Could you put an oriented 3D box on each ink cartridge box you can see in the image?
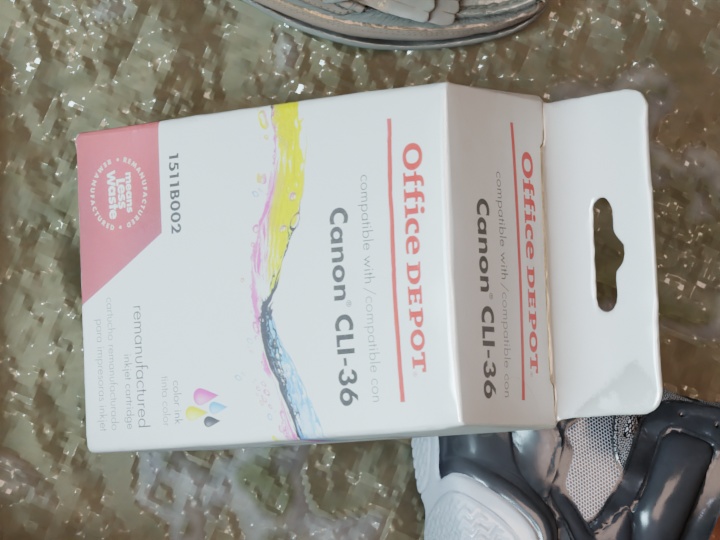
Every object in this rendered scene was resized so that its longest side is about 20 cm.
[{"bbox_3d":[0.000,0.000,0.968,0.200,0.067,0.117,-7,84,34],"label":"ink cartridge box"}]

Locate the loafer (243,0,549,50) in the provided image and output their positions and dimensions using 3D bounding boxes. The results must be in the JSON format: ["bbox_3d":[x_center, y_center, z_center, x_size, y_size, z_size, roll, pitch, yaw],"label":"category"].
[{"bbox_3d":[-0.020,-0.127,1.036,0.200,0.063,0.072,12,82,-8],"label":"loafer"}]

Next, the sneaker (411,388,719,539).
[{"bbox_3d":[0.077,0.037,1.035,0.114,0.075,0.200,-5,87,-15],"label":"sneaker"}]
